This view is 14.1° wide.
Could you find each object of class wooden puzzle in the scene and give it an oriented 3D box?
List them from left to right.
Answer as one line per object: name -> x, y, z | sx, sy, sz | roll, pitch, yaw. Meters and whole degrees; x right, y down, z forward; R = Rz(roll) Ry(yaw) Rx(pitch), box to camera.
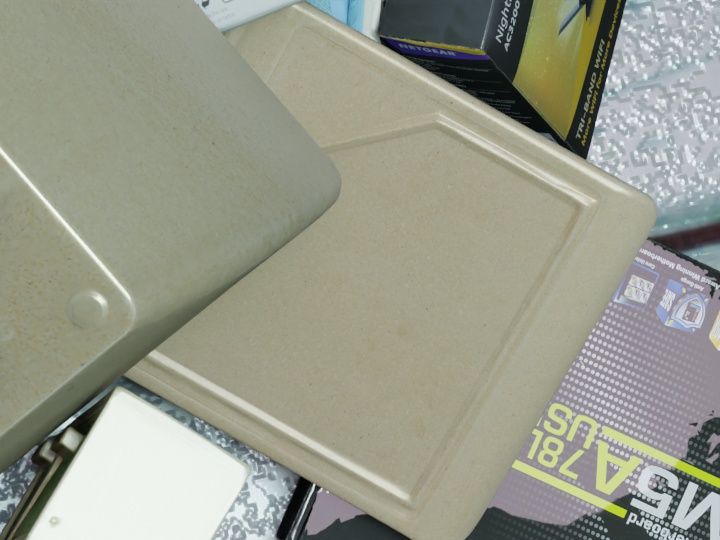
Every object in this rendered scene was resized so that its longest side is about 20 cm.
wooden puzzle -> 0.000, 0.000, 1.244 | 0.199, 0.037, 0.186 | 28, 109, -6

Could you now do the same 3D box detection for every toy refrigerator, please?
toy refrigerator -> -0.107, 0.102, 1.203 | 0.070, 0.200, 0.076 | 32, 78, -5

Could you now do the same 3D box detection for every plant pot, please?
plant pot -> -0.154, -0.023, 1.103 | 0.199, 0.177, 0.200 | -38, 98, 18

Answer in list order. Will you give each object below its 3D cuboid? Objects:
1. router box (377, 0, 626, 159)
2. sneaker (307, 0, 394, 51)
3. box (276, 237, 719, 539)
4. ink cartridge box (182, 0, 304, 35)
router box -> 0.080, -0.168, 1.303 | 0.052, 0.157, 0.201 | 10, 79, 24
sneaker -> -0.026, -0.144, 1.284 | 0.089, 0.078, 0.201 | -4, 82, 9
box -> 0.090, 0.074, 1.314 | 0.199, 0.048, 0.194 | 25, 85, -8
ink cartridge box -> -0.125, -0.175, 1.179 | 0.197, 0.043, 0.201 | -20, 96, 17
